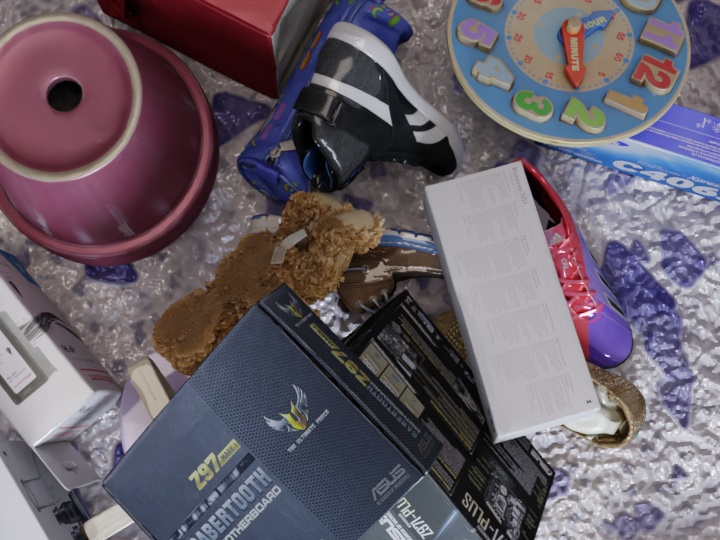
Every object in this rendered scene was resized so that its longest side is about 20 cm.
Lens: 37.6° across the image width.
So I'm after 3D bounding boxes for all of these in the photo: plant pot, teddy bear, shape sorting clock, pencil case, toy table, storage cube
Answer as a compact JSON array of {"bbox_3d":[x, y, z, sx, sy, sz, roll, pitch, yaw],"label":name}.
[{"bbox_3d":[-0.222,-0.114,0.852,0.196,0.179,0.204,0,82,0],"label":"plant pot"},{"bbox_3d":[-0.066,0.014,0.813,0.144,0.067,0.201,12,53,37],"label":"teddy bear"},{"bbox_3d":[0.168,-0.188,0.851,0.196,0.039,0.203,2,66,-4],"label":"shape sorting clock"},{"bbox_3d":[-0.031,-0.149,0.907,0.077,0.087,0.202,29,82,7],"label":"pencil case"},{"bbox_3d":[-0.130,0.155,0.849,0.183,0.117,0.200,-41,86,-6],"label":"toy table"},{"bbox_3d":[-0.112,-0.276,0.881,0.178,0.171,0.202,26,82,1],"label":"storage cube"}]

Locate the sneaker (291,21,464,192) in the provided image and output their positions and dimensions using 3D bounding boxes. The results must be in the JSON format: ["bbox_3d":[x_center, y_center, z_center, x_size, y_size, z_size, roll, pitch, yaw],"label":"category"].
[{"bbox_3d":[0.007,-0.102,0.861,0.073,0.200,0.113,26,82,38],"label":"sneaker"}]

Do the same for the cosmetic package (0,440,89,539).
[{"bbox_3d":[-0.234,0.229,0.820,0.051,0.151,0.201,-32,85,-5],"label":"cosmetic package"}]

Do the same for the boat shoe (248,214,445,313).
[{"bbox_3d":[0.000,0.000,0.901,0.197,0.072,0.074,7,87,10],"label":"boat shoe"}]

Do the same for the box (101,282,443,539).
[{"bbox_3d":[-0.065,0.134,0.728,0.158,0.051,0.200,45,113,4],"label":"box"}]

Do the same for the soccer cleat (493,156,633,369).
[{"bbox_3d":[0.168,-0.006,0.897,0.068,0.073,0.202,-29,84,-5],"label":"soccer cleat"}]

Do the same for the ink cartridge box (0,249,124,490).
[{"bbox_3d":[-0.262,0.076,0.857,0.068,0.116,0.201,-40,85,-5],"label":"ink cartridge box"}]

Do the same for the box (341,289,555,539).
[{"bbox_3d":[0.046,0.139,0.812,0.086,0.164,0.201,-39,93,26],"label":"box"}]

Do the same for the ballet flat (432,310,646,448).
[{"bbox_3d":[0.147,0.091,0.882,0.197,0.065,0.071,20,113,3],"label":"ballet flat"}]

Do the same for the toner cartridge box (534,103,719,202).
[{"bbox_3d":[0.254,-0.109,0.903,0.197,0.095,0.044,18,82,2],"label":"toner cartridge box"}]

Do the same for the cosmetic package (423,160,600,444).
[{"bbox_3d":[0.114,0.024,0.820,0.081,0.051,0.203,-14,74,-1],"label":"cosmetic package"}]
